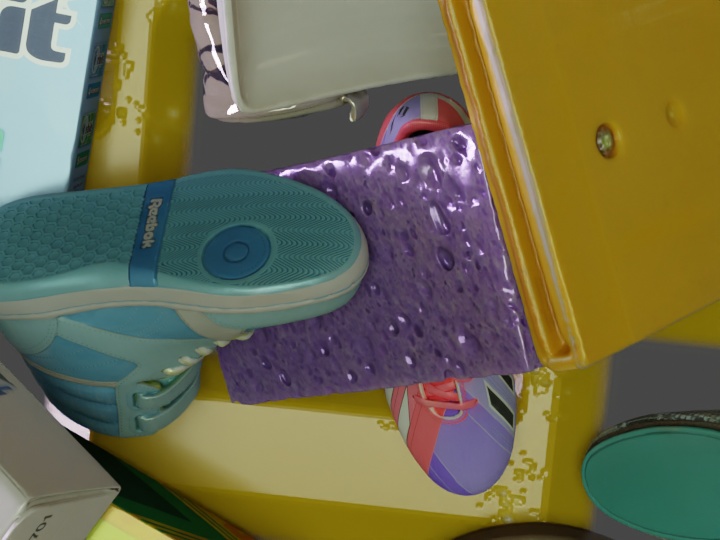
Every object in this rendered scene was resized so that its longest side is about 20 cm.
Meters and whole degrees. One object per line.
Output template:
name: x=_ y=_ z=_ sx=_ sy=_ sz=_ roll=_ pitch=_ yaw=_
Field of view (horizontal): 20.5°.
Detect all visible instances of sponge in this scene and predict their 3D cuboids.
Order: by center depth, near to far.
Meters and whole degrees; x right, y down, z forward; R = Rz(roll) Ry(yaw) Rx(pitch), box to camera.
sponge: x=0.000 y=0.000 z=0.931 sx=0.199 sy=0.030 sz=0.112 roll=-9 pitch=97 yaw=44

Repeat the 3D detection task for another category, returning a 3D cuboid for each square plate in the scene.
square plate: x=-0.004 y=-0.182 z=0.903 sx=0.028 sy=0.197 sz=0.202 roll=1 pitch=101 yaw=44

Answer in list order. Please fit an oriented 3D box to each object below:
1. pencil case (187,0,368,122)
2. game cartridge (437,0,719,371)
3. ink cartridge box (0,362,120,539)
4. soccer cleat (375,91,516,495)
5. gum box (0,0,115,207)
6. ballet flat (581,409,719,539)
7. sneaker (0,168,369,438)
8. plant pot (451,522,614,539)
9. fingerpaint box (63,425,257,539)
pencil case: x=-0.046 y=-0.167 z=0.940 sx=0.089 sy=0.078 sz=0.202 roll=-4 pitch=98 yaw=33
game cartridge: x=0.132 y=-0.069 z=0.901 sx=0.032 sy=0.199 sz=0.178 roll=-9 pitch=100 yaw=48
ink cartridge box: x=-0.229 y=0.087 z=0.890 sx=0.200 sy=0.086 sz=0.147 roll=42 pitch=104 yaw=17
soccer cleat: x=0.038 y=0.015 z=0.961 sx=0.066 sy=0.076 sz=0.202 roll=-4 pitch=97 yaw=5
gum box: x=-0.207 y=-0.133 z=0.976 sx=0.169 sy=0.045 sz=0.202 roll=11 pitch=100 yaw=3
ballet flat: x=0.205 y=0.097 z=0.957 sx=0.199 sy=0.072 sz=0.073 roll=-4 pitch=99 yaw=38
sneaker: x=-0.079 y=0.023 z=0.950 sx=0.198 sy=0.080 sz=0.131 roll=0 pitch=138 yaw=20
plant pot: x=0.087 y=0.233 z=0.982 sx=0.199 sy=0.093 sz=0.203 roll=0 pitch=97 yaw=4
fingerpaint box: x=-0.150 y=0.199 z=1.004 sx=0.166 sy=0.073 sz=0.201 roll=29 pitch=100 yaw=1
